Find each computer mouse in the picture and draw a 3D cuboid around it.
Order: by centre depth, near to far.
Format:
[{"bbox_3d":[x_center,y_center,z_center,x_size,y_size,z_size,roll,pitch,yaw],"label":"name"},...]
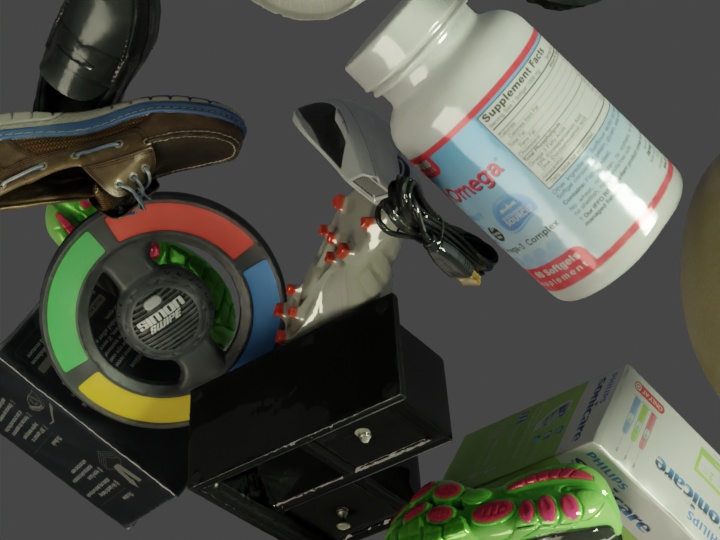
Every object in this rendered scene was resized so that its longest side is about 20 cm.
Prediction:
[{"bbox_3d":[0.015,-0.067,0.834,0.110,0.044,0.200,32,-167,-41],"label":"computer mouse"}]

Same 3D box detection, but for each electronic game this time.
[{"bbox_3d":[-0.158,0.034,1.038,0.199,0.042,0.201,-3,108,-9],"label":"electronic game"}]

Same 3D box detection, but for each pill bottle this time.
[{"bbox_3d":[0.090,-0.084,0.778,0.200,0.109,0.109,42,140,-9],"label":"pill bottle"}]

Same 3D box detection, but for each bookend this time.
[{"bbox_3d":[0.002,0.137,1.013,0.198,0.092,0.200,-26,136,25],"label":"bookend"}]

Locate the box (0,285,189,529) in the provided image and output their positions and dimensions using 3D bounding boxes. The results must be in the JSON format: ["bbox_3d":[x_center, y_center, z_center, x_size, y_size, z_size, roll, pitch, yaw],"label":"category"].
[{"bbox_3d":[-0.237,0.122,1.183,0.200,0.118,0.197,40,151,-6],"label":"box"}]

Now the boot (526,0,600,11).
[{"bbox_3d":[0.137,-0.208,0.643,0.200,0.076,0.169,26,137,20],"label":"boot"}]

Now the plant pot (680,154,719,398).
[{"bbox_3d":[0.274,0.030,0.749,0.199,0.135,0.201,19,139,17],"label":"plant pot"}]

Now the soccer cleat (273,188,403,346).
[{"bbox_3d":[0.000,0.000,0.969,0.077,0.070,0.200,13,138,-21],"label":"soccer cleat"}]

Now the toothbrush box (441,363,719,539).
[{"bbox_3d":[0.175,0.178,1.004,0.146,0.086,0.200,43,140,-11],"label":"toothbrush box"}]

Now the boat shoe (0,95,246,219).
[{"bbox_3d":[-0.180,-0.076,0.938,0.199,0.073,0.072,-7,156,-2],"label":"boat shoe"}]

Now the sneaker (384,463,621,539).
[{"bbox_3d":[0.099,0.198,0.935,0.199,0.077,0.084,-14,119,39],"label":"sneaker"}]

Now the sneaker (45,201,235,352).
[{"bbox_3d":[-0.183,-0.001,1.093,0.200,0.077,0.084,46,167,-19],"label":"sneaker"}]

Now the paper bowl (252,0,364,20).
[{"bbox_3d":[-0.050,-0.231,0.688,0.200,0.104,0.201,33,143,30],"label":"paper bowl"}]

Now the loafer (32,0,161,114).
[{"bbox_3d":[-0.196,-0.153,0.933,0.068,0.070,0.201,34,141,-1],"label":"loafer"}]
